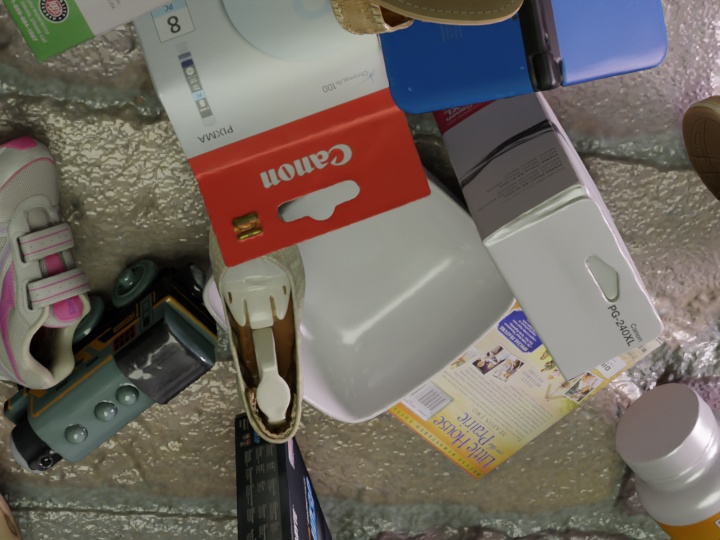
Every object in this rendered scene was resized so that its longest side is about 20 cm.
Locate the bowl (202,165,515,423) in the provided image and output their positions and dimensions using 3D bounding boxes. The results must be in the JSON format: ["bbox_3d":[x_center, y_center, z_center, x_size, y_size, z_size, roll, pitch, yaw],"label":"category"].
[{"bbox_3d":[0.000,0.000,1.360,0.199,0.075,0.200,-38,119,16],"label":"bowl"}]

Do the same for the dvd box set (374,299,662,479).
[{"bbox_3d":[0.128,0.075,1.442,0.200,0.029,0.146,-39,128,15],"label":"dvd box set"}]

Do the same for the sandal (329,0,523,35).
[{"bbox_3d":[-0.002,-0.190,1.161,0.210,0.078,0.070,9,156,-7],"label":"sandal"}]

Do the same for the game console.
[{"bbox_3d":[0.102,-0.221,1.212,0.170,0.118,0.201,-8,95,25],"label":"game console"}]

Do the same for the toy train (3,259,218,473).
[{"bbox_3d":[-0.193,0.074,1.354,0.200,0.114,0.085,-36,120,14],"label":"toy train"}]

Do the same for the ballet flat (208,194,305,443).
[{"bbox_3d":[-0.068,0.039,1.294,0.067,0.062,0.201,-11,123,-2],"label":"ballet flat"}]

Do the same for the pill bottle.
[{"bbox_3d":[0.303,0.188,1.503,0.111,0.111,0.200,-35,120,14],"label":"pill bottle"}]

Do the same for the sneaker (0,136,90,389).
[{"bbox_3d":[-0.236,0.000,1.295,0.081,0.088,0.201,-29,132,-46],"label":"sneaker"}]

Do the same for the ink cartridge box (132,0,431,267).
[{"bbox_3d":[-0.056,-0.122,1.229,0.159,0.047,0.201,-19,87,3],"label":"ink cartridge box"}]

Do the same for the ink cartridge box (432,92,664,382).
[{"bbox_3d":[0.133,-0.039,1.279,0.083,0.200,0.145,-28,122,10],"label":"ink cartridge box"}]

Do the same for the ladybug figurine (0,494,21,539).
[{"bbox_3d":[-0.348,0.213,1.441,0.135,0.072,0.201,-19,123,-3],"label":"ladybug figurine"}]

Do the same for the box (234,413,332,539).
[{"bbox_3d":[-0.057,0.232,1.424,0.046,0.200,0.160,-15,123,4],"label":"box"}]

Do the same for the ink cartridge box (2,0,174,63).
[{"bbox_3d":[-0.159,-0.251,1.169,0.199,0.084,0.146,-23,123,5],"label":"ink cartridge box"}]

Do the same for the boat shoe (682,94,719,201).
[{"bbox_3d":[0.323,-0.071,1.375,0.200,0.072,0.065,45,71,-25],"label":"boat shoe"}]
